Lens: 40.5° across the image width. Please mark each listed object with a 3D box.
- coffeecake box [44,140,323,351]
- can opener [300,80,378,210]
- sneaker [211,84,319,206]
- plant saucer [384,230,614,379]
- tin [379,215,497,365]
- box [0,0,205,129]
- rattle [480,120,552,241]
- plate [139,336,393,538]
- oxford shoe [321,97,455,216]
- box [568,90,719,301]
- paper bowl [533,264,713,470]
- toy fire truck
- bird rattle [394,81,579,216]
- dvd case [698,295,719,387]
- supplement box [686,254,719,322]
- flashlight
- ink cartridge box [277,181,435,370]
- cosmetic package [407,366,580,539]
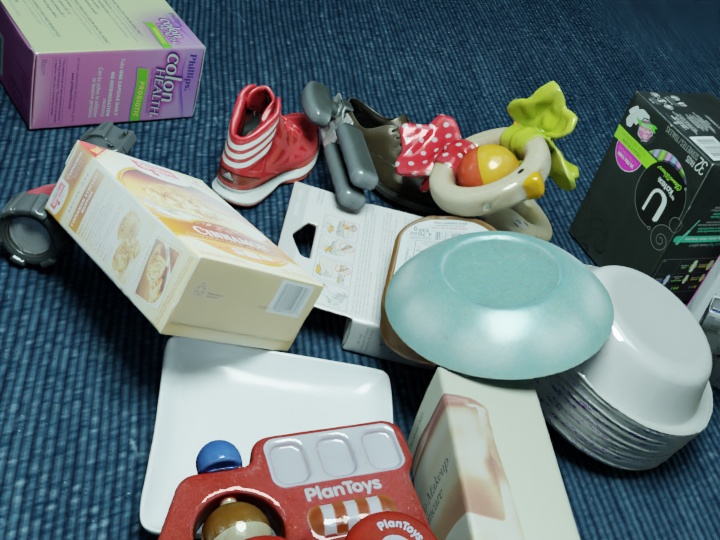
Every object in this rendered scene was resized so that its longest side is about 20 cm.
[{"bbox_3d":[-0.154,-0.020,0.849,0.200,0.073,0.153,39,14,35],"label":"coffeecake box"},{"bbox_3d":[-0.028,-0.139,1.080,0.066,0.053,0.200,17,31,-28],"label":"can opener"},{"bbox_3d":[-0.089,-0.159,1.088,0.078,0.116,0.200,24,37,7],"label":"sneaker"},{"bbox_3d":[0.120,0.014,0.846,0.200,0.039,0.201,-1,36,1],"label":"plant saucer"},{"bbox_3d":[0.078,0.012,0.916,0.111,0.042,0.200,0,35,10],"label":"tin"},{"bbox_3d":[-0.312,-0.257,1.130,0.199,0.097,0.176,-12,47,-34],"label":"box"},{"bbox_3d":[0.201,-0.080,1.097,0.130,0.143,0.200,47,18,-24],"label":"rattle"},{"bbox_3d":[-0.068,0.144,0.782,0.199,0.032,0.200,11,38,-12],"label":"plate"},{"bbox_3d":[0.045,-0.134,1.144,0.200,0.085,0.073,36,35,14],"label":"oxford shoe"},{"bbox_3d":[0.358,-0.082,1.121,0.124,0.201,0.149,-4,42,-26],"label":"box"},{"bbox_3d":[0.245,0.076,0.916,0.200,0.104,0.201,21,40,-19],"label":"paper bowl"},{"bbox_3d":[-0.044,0.184,0.659,0.199,0.113,0.168,-5,45,-19],"label":"toy fire truck"},{"bbox_3d":[0.128,-0.118,1.020,0.199,0.113,0.163,-5,35,15],"label":"bird rattle"},{"bbox_3d":[0.424,0.095,0.952,0.199,0.151,0.025,18,64,14],"label":"dvd case"},{"bbox_3d":[0.423,0.014,1.028,0.103,0.201,0.101,29,38,13],"label":"supplement box"},{"bbox_3d":[-0.284,-0.080,0.949,0.067,0.068,0.200,26,31,-9],"label":"flashlight"},{"bbox_3d":[0.000,0.000,0.986,0.175,0.045,0.200,15,36,-5],"label":"ink cartridge box"},{"bbox_3d":[0.099,0.181,0.752,0.087,0.104,0.200,8,37,-11],"label":"cosmetic package"}]
